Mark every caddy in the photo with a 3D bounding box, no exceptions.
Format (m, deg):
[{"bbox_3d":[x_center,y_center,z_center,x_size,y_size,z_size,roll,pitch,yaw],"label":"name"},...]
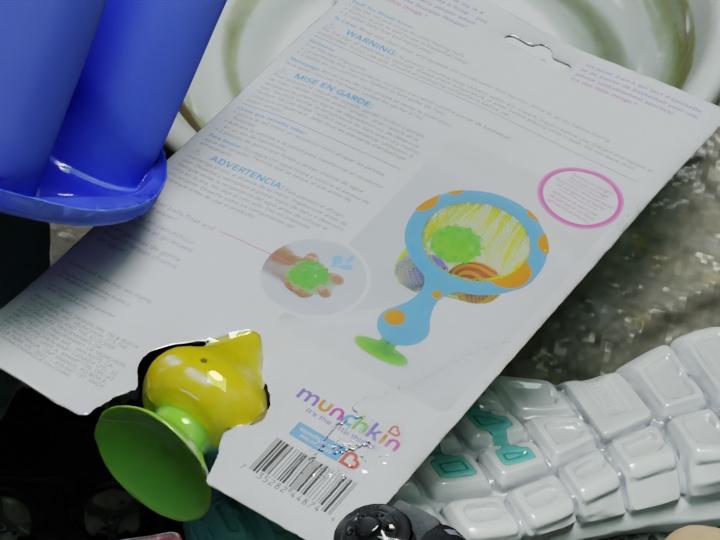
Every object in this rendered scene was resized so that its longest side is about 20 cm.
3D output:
[{"bbox_3d":[-0.126,-0.086,0.739,0.200,0.105,0.141,37,19,18],"label":"caddy"}]

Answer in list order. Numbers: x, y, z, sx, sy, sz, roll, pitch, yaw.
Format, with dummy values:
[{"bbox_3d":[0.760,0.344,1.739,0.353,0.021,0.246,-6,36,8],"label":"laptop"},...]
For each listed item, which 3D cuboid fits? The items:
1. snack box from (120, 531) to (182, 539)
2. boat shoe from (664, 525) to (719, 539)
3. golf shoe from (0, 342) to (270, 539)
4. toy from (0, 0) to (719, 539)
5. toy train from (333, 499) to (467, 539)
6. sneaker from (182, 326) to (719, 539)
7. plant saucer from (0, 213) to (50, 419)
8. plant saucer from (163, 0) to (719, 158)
[{"bbox_3d":[-0.133,0.147,0.686,0.199,0.053,0.143,-10,54,11],"label":"snack box"},{"bbox_3d":[0.058,0.153,0.592,0.064,0.071,0.201,18,82,31],"label":"boat shoe"},{"bbox_3d":[-0.061,0.029,0.830,0.199,0.077,0.088,-1,32,-12],"label":"golf shoe"},{"bbox_3d":[0.000,0.000,0.771,0.115,0.047,0.200,27,45,21],"label":"toy"},{"bbox_3d":[-0.035,0.132,0.612,0.046,0.034,0.200,24,63,35],"label":"toy train"},{"bbox_3d":[0.047,0.076,0.791,0.199,0.092,0.078,-4,35,-18],"label":"sneaker"},{"bbox_3d":[-0.182,0.005,0.779,0.199,0.036,0.201,-9,58,15],"label":"plant saucer"},{"bbox_3d":[0.019,-0.069,0.903,0.199,0.050,0.201,-1,45,1],"label":"plant saucer"}]
